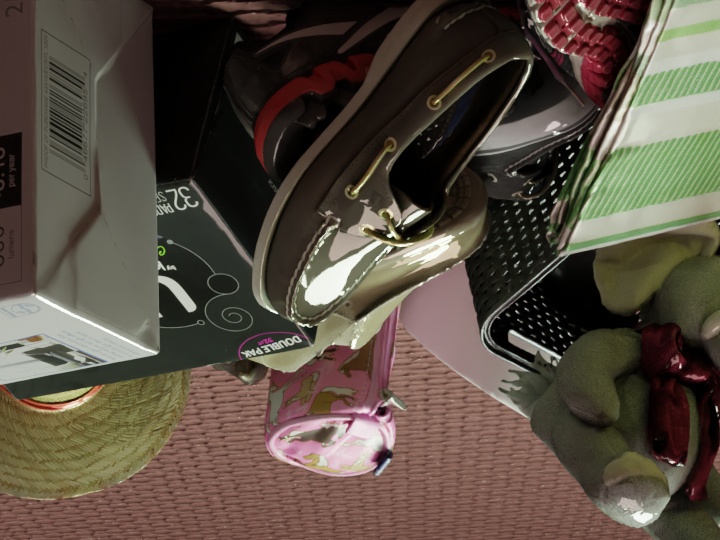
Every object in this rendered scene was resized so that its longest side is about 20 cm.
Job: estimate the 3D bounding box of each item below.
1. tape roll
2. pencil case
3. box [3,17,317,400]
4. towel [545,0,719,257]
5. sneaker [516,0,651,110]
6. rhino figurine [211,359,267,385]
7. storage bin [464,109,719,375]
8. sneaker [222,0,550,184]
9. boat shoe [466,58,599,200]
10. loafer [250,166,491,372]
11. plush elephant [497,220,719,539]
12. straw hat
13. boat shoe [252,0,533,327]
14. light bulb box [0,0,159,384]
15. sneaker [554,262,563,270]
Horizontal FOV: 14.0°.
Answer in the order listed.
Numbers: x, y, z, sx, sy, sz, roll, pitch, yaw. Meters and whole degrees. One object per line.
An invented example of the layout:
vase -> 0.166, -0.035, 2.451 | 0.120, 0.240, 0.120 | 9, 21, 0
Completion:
tape roll -> 0.127, 0.048, 1.958 | 0.202, 0.071, 0.202 | 28, -171, -5
pencil case -> -0.009, 0.029, 1.833 | 0.086, 0.200, 0.083 | 4, 147, 3
box -> -0.133, -0.031, 1.633 | 0.200, 0.124, 0.149 | -12, 135, 26
towel -> 0.183, -0.097, 1.514 | 0.152, 0.023, 0.200 | -12, 138, -33
sneaker -> 0.105, -0.144, 1.473 | 0.081, 0.075, 0.200 | -44, 153, -8
rhino figurine -> -0.107, 0.014, 1.818 | 0.060, 0.200, 0.087 | -45, 128, 9
storage bin -> 0.168, -0.025, 1.695 | 0.135, 0.094, 0.200 | 28, 125, -32
sneaker -> 0.012, -0.112, 1.559 | 0.200, 0.098, 0.071 | -21, 138, -30
boat shoe -> 0.079, -0.068, 1.663 | 0.066, 0.070, 0.200 | 51, 146, -16
loafer -> 0.000, 0.000, 1.678 | 0.200, 0.076, 0.068 | -24, 129, 32
plush elephant -> 0.179, 0.060, 1.618 | 0.155, 0.200, 0.165 | -48, 129, 4
straw hat -> -0.197, 0.035, 1.838 | 0.201, 0.201, 0.085 | 0, 153, -12
boat shoe -> 0.015, -0.049, 1.487 | 0.072, 0.060, 0.202 | 12, 117, -51
light bulb box -> -0.218, -0.046, 1.505 | 0.200, 0.199, 0.125 | -12, 159, 24
sneaker -> 0.093, -0.045, 1.783 | 0.200, 0.090, 0.075 | -1, 164, -12
